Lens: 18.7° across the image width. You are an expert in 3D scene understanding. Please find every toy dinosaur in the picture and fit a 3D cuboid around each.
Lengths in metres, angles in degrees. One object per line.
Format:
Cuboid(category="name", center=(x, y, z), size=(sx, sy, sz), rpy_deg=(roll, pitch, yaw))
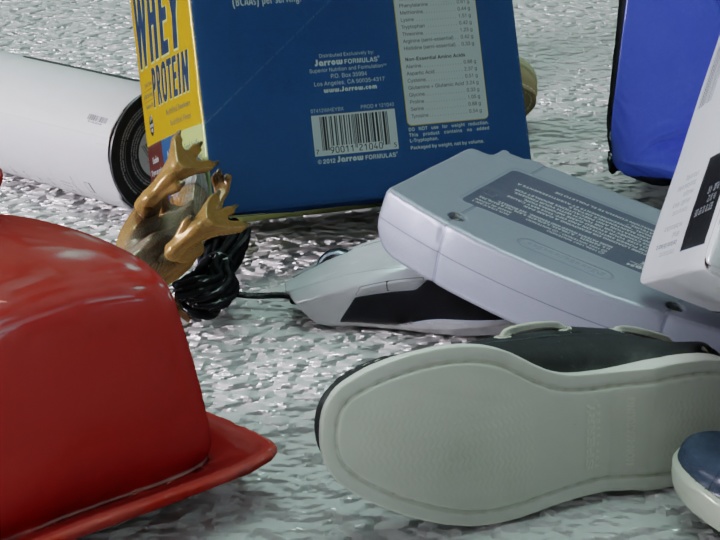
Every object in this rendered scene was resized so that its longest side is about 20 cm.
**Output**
Cuboid(category="toy dinosaur", center=(-0.108, -0.006, 1.104), size=(0.060, 0.106, 0.200), rpy_deg=(42, 37, 2))

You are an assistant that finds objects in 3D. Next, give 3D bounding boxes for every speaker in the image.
Cuboid(category="speaker", center=(-0.188, -0.092, 1.411), size=(0.081, 0.082, 0.199), rpy_deg=(-15, 20, -39))

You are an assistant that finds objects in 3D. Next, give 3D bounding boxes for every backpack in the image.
Cuboid(category="backpack", center=(0.241, -0.122, 1.350), size=(0.166, 0.164, 0.200), rpy_deg=(13, 7, 15))

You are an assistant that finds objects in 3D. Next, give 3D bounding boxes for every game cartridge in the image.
Cuboid(category="game cartridge", center=(0.114, -0.002, 1.076), size=(0.199, 0.041, 0.133), rpy_deg=(23, 21, 22))

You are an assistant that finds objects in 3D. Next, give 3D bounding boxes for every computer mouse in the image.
Cuboid(category="computer mouse", center=(0.000, 0.000, 1.141), size=(0.198, 0.044, 0.110), rpy_deg=(2, 16, 13))

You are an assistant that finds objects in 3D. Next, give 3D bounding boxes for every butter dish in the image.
Cuboid(category="butter dish", center=(-0.162, 0.026, 0.879), size=(0.199, 0.149, 0.198), rpy_deg=(-16, 22, -42))

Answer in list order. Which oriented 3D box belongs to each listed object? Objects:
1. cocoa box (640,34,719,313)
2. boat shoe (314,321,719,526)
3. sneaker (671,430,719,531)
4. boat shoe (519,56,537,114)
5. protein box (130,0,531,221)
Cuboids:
Cuboid(category="cocoa box", center=(0.208, -0.036, 0.913), size=(0.130, 0.135, 0.200), rpy_deg=(19, -2, 1))
Cuboid(category="boat shoe", center=(0.066, 0.055, 0.892), size=(0.198, 0.075, 0.060), rpy_deg=(-6, 16, -25))
Cuboid(category="sneaker", center=(0.209, 0.067, 0.816), size=(0.199, 0.085, 0.075), rpy_deg=(9, 19, 34))
Cuboid(category="boat shoe", center=(0.050, -0.112, 1.504), size=(0.199, 0.072, 0.065), rpy_deg=(0, 48, -40))
Cuboid(category="protein box", center=(-0.023, -0.137, 1.279), size=(0.197, 0.202, 0.135), rpy_deg=(-7, -1, -19))
